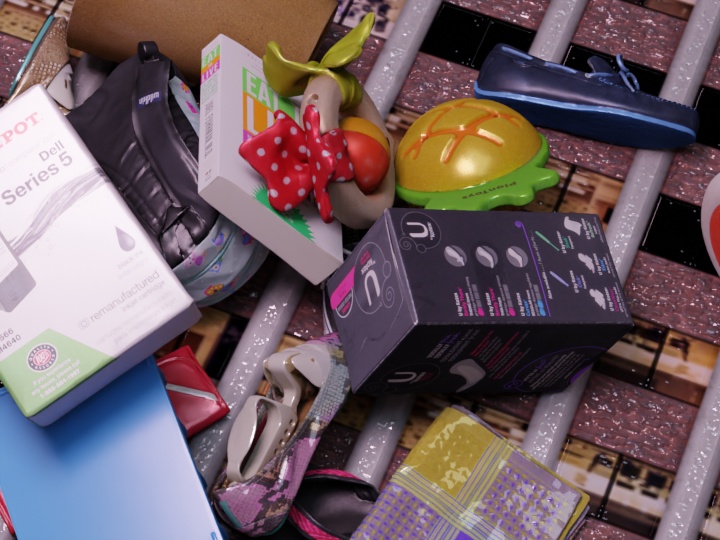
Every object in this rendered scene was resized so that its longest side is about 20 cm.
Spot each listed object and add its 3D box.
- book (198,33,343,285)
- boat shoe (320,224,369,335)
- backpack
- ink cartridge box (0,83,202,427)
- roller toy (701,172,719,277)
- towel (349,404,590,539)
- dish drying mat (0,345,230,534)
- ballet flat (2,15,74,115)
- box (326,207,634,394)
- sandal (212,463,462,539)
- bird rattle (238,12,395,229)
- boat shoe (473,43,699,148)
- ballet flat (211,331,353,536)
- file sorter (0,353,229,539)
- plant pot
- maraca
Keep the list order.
[{"bbox_3d":[-0.077,-0.094,1.600,0.048,0.134,0.200,-38,33,25],"label":"book"},{"bbox_3d":[0.003,0.000,1.625,0.073,0.068,0.200,-2,60,-2],"label":"boat shoe"},{"bbox_3d":[-0.163,-0.067,1.620,0.167,0.127,0.200,-45,57,11],"label":"backpack"},{"bbox_3d":[-0.231,-0.010,1.417,0.145,0.084,0.200,-35,83,-5],"label":"ink cartridge box"},{"bbox_3d":[0.373,-0.024,1.579,0.140,0.200,0.182,-34,31,-19],"label":"roller toy"},{"bbox_3d":[0.075,0.211,1.511,0.144,0.023,0.200,38,63,3],"label":"towel"},{"bbox_3d":[-0.209,0.133,1.575,0.200,0.018,0.077,-28,65,-16],"label":"dish drying mat"},{"bbox_3d":[-0.289,-0.131,1.708,0.065,0.071,0.200,28,69,-3],"label":"ballet flat"},{"bbox_3d":[0.093,0.026,1.543,0.200,0.122,0.106,1,59,-28],"label":"box"},{"bbox_3d":[-0.017,0.188,1.530,0.200,0.045,0.075,13,62,7],"label":"sandal"},{"bbox_3d":[-0.013,-0.104,1.565,0.113,0.163,0.200,-23,43,19],"label":"bird rattle"},{"bbox_3d":[0.201,-0.160,1.709,0.200,0.084,0.069,15,72,5],"label":"boat shoe"},{"bbox_3d":[-0.059,0.111,1.516,0.069,0.071,0.200,-6,45,40],"label":"ballet flat"},{"bbox_3d":[-0.181,0.175,1.473,0.139,0.123,0.200,-23,68,-1],"label":"file sorter"},{"bbox_3d":[-0.128,-0.236,1.712,0.200,0.186,0.187,27,63,0],"label":"plant pot"},{"bbox_3d":[0.095,-0.082,1.625,0.137,0.107,0.200,-20,21,-1],"label":"maraca"}]
